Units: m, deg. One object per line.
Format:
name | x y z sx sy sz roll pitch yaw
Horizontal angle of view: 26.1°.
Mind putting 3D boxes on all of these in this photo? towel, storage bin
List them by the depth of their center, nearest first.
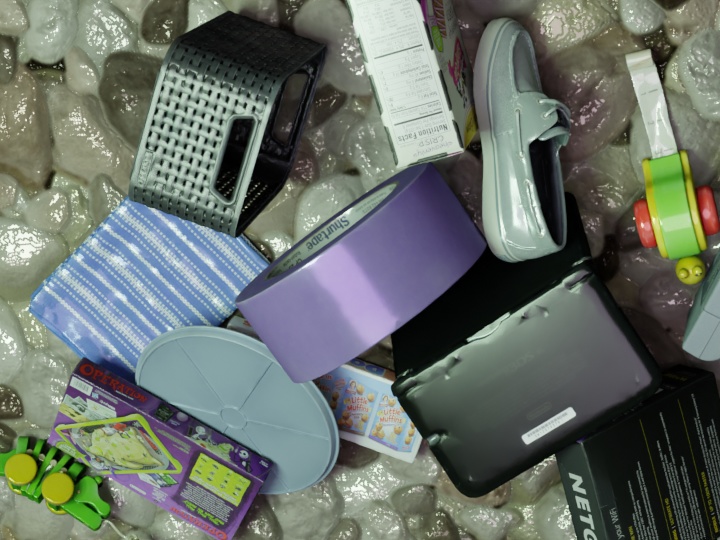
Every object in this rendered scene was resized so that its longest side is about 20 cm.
storage bin | -0.105 -0.123 1.264 0.094 0.200 0.135 20 110 5
towel | -0.194 0.015 1.419 0.145 0.024 0.200 44 109 -5

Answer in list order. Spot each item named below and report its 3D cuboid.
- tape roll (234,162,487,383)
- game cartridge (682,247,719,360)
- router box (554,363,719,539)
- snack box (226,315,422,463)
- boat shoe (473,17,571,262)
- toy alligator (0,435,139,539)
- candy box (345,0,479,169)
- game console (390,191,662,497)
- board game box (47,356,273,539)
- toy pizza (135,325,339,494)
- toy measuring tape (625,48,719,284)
tape roll | 0.000 0.000 1.283 0.200 0.200 0.085 -34 98 18
game cartridge | 0.318 -0.027 1.248 0.041 0.133 0.200 24 110 3
router box | 0.254 0.201 1.330 0.149 0.051 0.200 -23 106 -25
snack box | -0.034 0.108 1.415 0.200 0.024 0.072 19 110 5
boat shoe | 0.140 -0.108 1.266 0.071 0.070 0.201 -5 87 36
toy alligator | -0.273 0.206 1.479 0.200 0.059 0.054 27 69 2
candy box | 0.039 -0.195 1.250 0.061 0.136 0.200 -13 105 16
game console | 0.133 0.062 1.304 0.200 0.116 0.176 -34 89 21
board game box | -0.188 0.169 1.438 0.200 0.032 0.120 30 132 1
toy pizza | -0.109 0.123 1.402 0.200 0.032 0.200 14 132 16
toy measuring tape | 0.252 -0.080 1.279 0.073 0.074 0.200 -13 104 14
